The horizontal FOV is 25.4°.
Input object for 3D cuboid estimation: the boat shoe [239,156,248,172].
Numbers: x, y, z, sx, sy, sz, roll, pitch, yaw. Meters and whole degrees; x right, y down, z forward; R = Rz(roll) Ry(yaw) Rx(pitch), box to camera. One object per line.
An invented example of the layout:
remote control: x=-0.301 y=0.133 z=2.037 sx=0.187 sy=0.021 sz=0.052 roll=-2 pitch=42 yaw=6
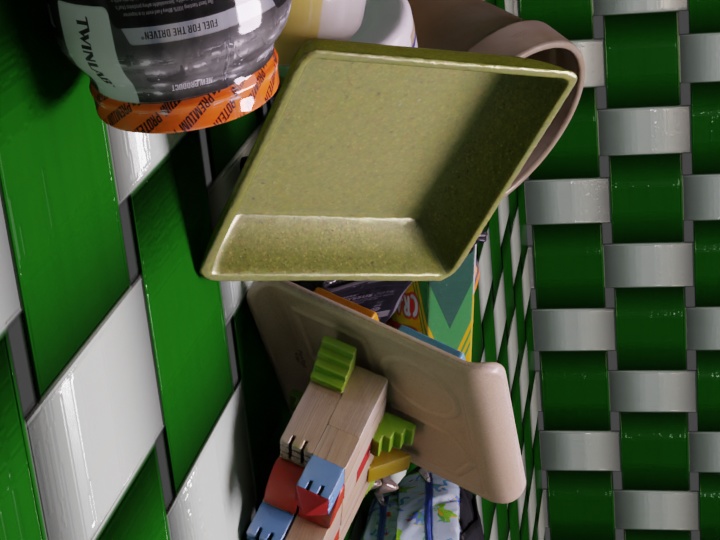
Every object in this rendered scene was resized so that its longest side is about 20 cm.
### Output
boat shoe: x=0.006 y=-0.068 z=1.151 sx=0.074 sy=0.200 sz=0.064 roll=23 pitch=-60 yaw=61

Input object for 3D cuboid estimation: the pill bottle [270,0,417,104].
pill bottle: x=-0.006 y=-0.116 z=1.240 sx=0.201 sy=0.118 sz=0.120 roll=77 pitch=16 yaw=-44

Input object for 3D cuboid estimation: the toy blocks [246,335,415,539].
toy blocks: x=-0.033 y=0.159 z=1.151 sx=0.201 sy=0.099 sz=0.137 roll=95 pitch=20 yaw=-58

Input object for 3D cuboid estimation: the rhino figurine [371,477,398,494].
rhino figurine: x=0.001 y=0.152 z=1.389 sx=0.200 sy=0.059 sz=0.088 roll=50 pitch=29 yaw=-77

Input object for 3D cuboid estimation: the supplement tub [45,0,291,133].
supplement tub: x=-0.099 y=-0.177 z=0.767 sx=0.123 sy=0.121 sz=0.202 roll=-71 pitch=157 yaw=-60

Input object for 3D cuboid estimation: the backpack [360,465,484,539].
backpack: x=0.063 y=0.279 z=1.534 sx=0.200 sy=0.152 sz=0.165 roll=-147 pitch=-125 yaw=-77

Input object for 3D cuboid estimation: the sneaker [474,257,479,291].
sneaker: x=0.080 y=0.082 z=1.500 sx=0.112 sy=0.077 sz=0.201 roll=56 pitch=-40 yaw=33

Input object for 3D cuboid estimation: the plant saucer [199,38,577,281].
plant saucer: x=0.009 y=-0.075 z=1.028 sx=0.201 sy=0.198 sz=0.048 roll=-60 pitch=-139 yaw=40

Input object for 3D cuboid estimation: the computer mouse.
computer mouse: x=0.000 y=0.000 z=1.216 sx=0.200 sy=0.137 sz=0.053 roll=-50 pitch=-126 yaw=58

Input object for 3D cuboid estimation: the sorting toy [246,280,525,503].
sorting toy: x=0.024 y=0.084 z=1.168 sx=0.037 sy=0.198 sz=0.186 roll=-58 pitch=153 yaw=-27

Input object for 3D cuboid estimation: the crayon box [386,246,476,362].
crayon box: x=0.048 y=0.060 z=1.418 sx=0.127 sy=0.050 sz=0.202 roll=25 pitch=-63 yaw=59

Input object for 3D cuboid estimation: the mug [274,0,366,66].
mug: x=-0.069 y=-0.210 z=0.984 sx=0.149 sy=0.185 sz=0.155 roll=-138 pitch=-132 yaw=-59

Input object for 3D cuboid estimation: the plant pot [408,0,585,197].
plant pot: x=0.074 y=-0.174 z=1.445 sx=0.174 sy=0.200 sz=0.200 roll=46 pitch=-8 yaw=24
